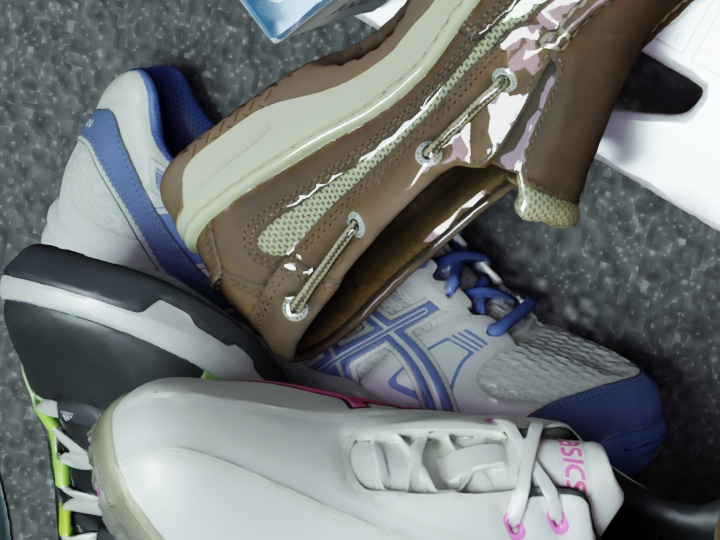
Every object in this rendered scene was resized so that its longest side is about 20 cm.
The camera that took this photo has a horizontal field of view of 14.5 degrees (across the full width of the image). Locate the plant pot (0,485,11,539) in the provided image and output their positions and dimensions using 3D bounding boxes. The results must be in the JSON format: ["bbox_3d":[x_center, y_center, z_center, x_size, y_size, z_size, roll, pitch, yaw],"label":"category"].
[{"bbox_3d":[-0.229,0.102,0.891,0.200,0.134,0.200,3,101,16],"label":"plant pot"}]

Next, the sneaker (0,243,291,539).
[{"bbox_3d":[-0.055,0.077,0.813,0.072,0.083,0.200,12,147,34],"label":"sneaker"}]

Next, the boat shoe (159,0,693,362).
[{"bbox_3d":[0.043,-0.044,0.764,0.202,0.075,0.075,-35,73,23],"label":"boat shoe"}]

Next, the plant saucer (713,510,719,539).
[{"bbox_3d":[0.192,0.091,0.739,0.200,0.200,0.037,31,142,8],"label":"plant saucer"}]

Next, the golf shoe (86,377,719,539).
[{"bbox_3d":[0.021,0.061,0.753,0.092,0.200,0.073,-42,44,33],"label":"golf shoe"}]

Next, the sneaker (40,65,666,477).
[{"bbox_3d":[0.000,0.000,0.836,0.200,0.075,0.088,19,105,11],"label":"sneaker"}]

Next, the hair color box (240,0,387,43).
[{"bbox_3d":[0.049,-0.144,0.735,0.200,0.100,0.061,-37,88,18],"label":"hair color box"}]

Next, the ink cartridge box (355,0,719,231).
[{"bbox_3d":[0.103,-0.114,0.800,0.200,0.044,0.174,31,108,8],"label":"ink cartridge box"}]
